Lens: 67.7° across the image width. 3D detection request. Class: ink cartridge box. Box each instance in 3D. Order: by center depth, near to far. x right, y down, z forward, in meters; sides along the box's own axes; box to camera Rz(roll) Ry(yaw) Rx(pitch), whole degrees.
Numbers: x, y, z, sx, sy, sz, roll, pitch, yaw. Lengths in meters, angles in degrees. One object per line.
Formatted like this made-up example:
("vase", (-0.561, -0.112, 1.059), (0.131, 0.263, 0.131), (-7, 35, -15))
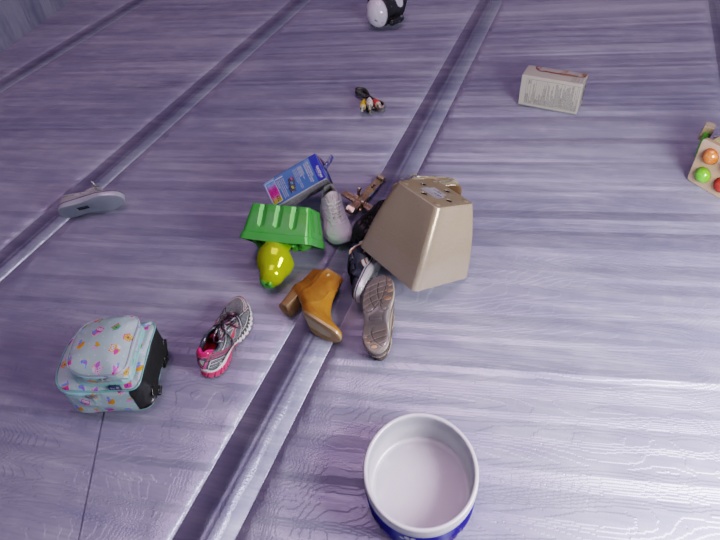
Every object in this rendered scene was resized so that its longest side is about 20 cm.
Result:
("ink cartridge box", (-0.152, -0.243, 1.454), (0.195, 0.078, 0.136), (-26, 1, 4))

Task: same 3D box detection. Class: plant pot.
("plant pot", (0.148, -0.098, 1.234), (0.196, 0.182, 0.199), (-10, 38, -41))

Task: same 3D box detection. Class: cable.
("cable", (0.032, -0.609, 1.886), (0.093, 0.051, 0.204), (-9, 46, -3))

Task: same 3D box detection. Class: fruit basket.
("fruit basket", (-0.198, -0.056, 1.341), (0.207, 0.155, 0.225), (-1, 87, 13))

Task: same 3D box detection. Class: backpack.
("backpack", (-0.520, 0.194, 1.107), (0.192, 0.156, 0.180), (-10, 49, 7))

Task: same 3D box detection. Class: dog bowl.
("dog bowl", (0.102, 0.354, 0.914), (0.192, 0.080, 0.204), (-3, 45, 3))

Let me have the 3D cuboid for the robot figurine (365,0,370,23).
("robot figurine", (0.113, -1.148, 2.355), (0.198, 0.128, 0.148), (-35, 33, -25))

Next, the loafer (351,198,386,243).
("loafer", (0.041, -0.129, 1.404), (0.068, 0.071, 0.199), (47, 45, 6))

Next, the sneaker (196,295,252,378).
("sneaker", (-0.297, 0.134, 1.186), (0.077, 0.076, 0.204), (5, 46, 12))

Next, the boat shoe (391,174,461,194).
("boat shoe", (0.179, -0.224, 1.483), (0.192, 0.075, 0.064), (2, 38, -7))

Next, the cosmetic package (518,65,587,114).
("cosmetic package", (0.627, -0.593, 1.757), (0.194, 0.106, 0.088), (20, 48, 23))

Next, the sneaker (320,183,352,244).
("sneaker", (-0.072, -0.154, 1.419), (0.075, 0.102, 0.203), (-15, 45, -11))

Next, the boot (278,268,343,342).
("boot", (-0.080, 0.067, 1.223), (0.197, 0.072, 0.144), (24, 56, 34))

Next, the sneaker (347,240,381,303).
("sneaker", (0.000, 0.000, 1.277), (0.077, 0.081, 0.202), (13, 37, 12))

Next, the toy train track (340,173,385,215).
("toy train track", (0.018, -0.223, 1.507), (0.112, 0.033, 0.201), (30, 48, 11))

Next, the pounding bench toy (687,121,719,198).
("pounding bench toy", (0.940, -0.302, 1.412), (0.152, 0.127, 0.201), (-24, 47, -16))

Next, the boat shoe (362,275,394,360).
("boat shoe", (0.039, 0.104, 1.174), (0.072, 0.075, 0.205), (1, 51, 13))

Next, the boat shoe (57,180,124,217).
("boat shoe", (-0.797, -0.221, 1.597), (0.194, 0.075, 0.089), (-14, 61, 3))
